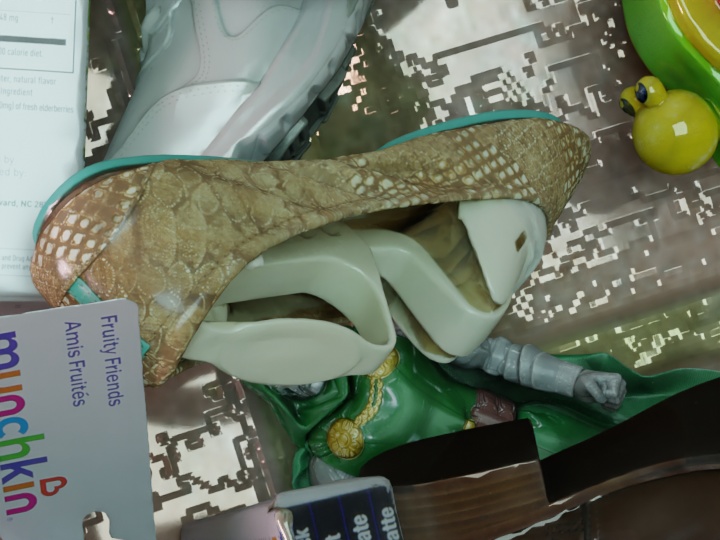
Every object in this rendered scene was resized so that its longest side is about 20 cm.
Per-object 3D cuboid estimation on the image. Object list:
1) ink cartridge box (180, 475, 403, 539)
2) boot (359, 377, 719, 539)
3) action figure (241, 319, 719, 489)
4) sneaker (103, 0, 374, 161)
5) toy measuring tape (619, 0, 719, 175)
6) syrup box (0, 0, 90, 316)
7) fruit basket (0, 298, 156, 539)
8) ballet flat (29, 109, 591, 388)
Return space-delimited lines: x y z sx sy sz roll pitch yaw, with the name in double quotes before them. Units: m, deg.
"ink cartridge box" 0.005 0.154 0.743 0.041 0.200 0.200 -13 87 -11
"boot" 0.102 0.133 0.791 0.186 0.064 0.200 -8 105 12
"action figure" 0.055 0.061 0.840 0.200 0.055 0.118 21 83 -3
"sneaker" -0.038 -0.095 0.836 0.099 0.078 0.200 30 70 1
"toy measuring tape" 0.134 -0.111 0.868 0.074 0.074 0.200 39 70 -4
"syrup box" -0.116 -0.086 0.810 0.081 0.079 0.200 2 83 -10
"fruit basket" -0.149 0.094 0.742 0.200 0.185 0.094 -6 45 -7
"ballet flat" 0.000 0.000 0.792 0.200 0.071 0.065 -11 57 -40
